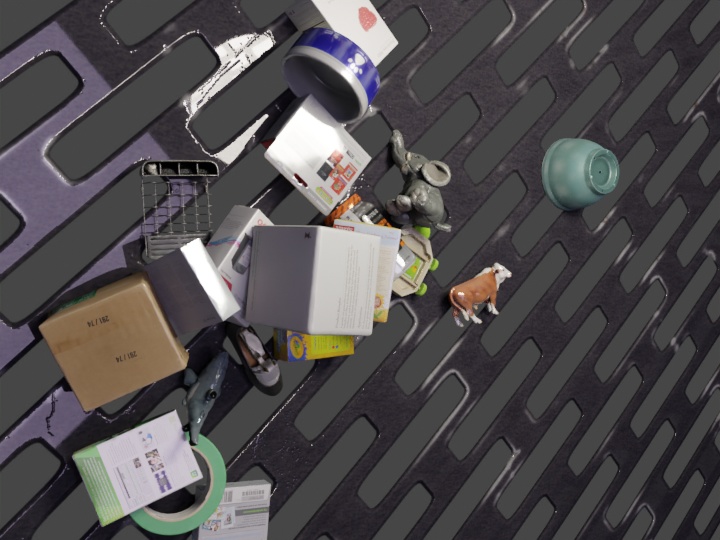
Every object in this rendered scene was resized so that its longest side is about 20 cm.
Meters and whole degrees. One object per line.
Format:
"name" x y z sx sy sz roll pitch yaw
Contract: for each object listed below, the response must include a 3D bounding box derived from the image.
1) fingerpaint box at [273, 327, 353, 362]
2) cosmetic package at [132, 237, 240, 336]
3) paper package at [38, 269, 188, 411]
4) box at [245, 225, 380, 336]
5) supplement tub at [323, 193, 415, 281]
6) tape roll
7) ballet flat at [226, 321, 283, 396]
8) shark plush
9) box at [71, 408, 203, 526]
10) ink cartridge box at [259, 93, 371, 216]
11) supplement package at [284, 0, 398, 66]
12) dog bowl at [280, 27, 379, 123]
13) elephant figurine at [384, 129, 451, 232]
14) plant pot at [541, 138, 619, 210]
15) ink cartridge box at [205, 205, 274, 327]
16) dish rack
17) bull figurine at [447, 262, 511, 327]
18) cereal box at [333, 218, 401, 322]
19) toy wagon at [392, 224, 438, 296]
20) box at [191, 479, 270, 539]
"fingerpaint box" -0.104 0.088 1.595 0.167 0.073 0.201 -4 94 -33
"cosmetic package" -0.328 0.037 1.367 0.052 0.200 0.151 -35 101 -42
"paper package" -0.444 0.126 1.337 0.200 0.103 0.191 -24 105 -8
"box" -0.093 0.018 1.423 0.171 0.200 0.200 6 89 -47
"supplement tub" 0.017 -0.063 1.616 0.123 0.123 0.200 -42 94 -23
"tape roll" -0.366 0.410 1.438 0.200 0.048 0.201 2 84 -20
"ballet flat" -0.215 0.187 1.533 0.068 0.068 0.200 -41 113 -26
"shark plush" -0.310 0.245 1.427 0.091 0.083 0.200 47 32 -17
"box" -0.416 0.367 1.379 0.200 0.036 0.145 -22 93 -22
"ink cartridge box" -0.107 -0.241 1.571 0.200 0.084 0.176 44 70 -25
"supplement package" -0.039 -0.523 1.579 0.121 0.120 0.200 -50 116 -21
"dog bowl" -0.062 -0.402 1.524 0.200 0.200 0.079 41 69 -26
"elephant figurine" 0.139 -0.209 1.707 0.155 0.141 0.200 57 40 -53
"plant pot" 0.610 -0.263 1.987 0.200 0.134 0.201 -2 94 -32
"ink cartridge box" -0.240 -0.009 1.478 0.148 0.086 0.200 48 66 -41
"dish rack" -0.355 -0.115 1.441 0.153 0.055 0.201 -5 95 -31
"bull figurine" 0.302 0.060 1.849 0.200 0.065 0.122 -21 100 -29
"cereal box" 0.000 0.000 1.541 0.143 0.040 0.201 10 94 -1
"toy wagon" 0.117 -0.040 1.747 0.155 0.040 0.200 35 73 -28
"box" -0.271 0.546 1.532 0.156 0.041 0.201 4 89 -31
